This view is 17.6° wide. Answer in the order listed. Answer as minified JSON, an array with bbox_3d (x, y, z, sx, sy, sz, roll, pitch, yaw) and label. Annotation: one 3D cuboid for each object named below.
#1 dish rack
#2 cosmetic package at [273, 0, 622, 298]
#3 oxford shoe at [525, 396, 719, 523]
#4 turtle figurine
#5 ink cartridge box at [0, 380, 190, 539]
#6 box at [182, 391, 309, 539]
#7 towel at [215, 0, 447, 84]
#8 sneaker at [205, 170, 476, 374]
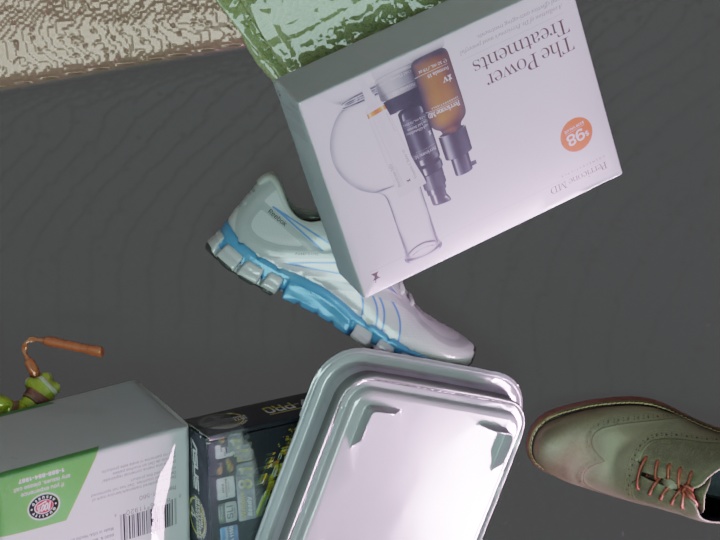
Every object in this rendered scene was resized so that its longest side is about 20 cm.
[{"bbox_3d":[0.023,0.158,1.579,0.171,0.044,0.200,11,108,-32],"label":"dish rack"},{"bbox_3d":[0.060,-0.093,1.525,0.200,0.052,0.151,-26,121,-12],"label":"cosmetic package"},{"bbox_3d":[0.216,0.135,1.622,0.199,0.075,0.071,7,107,-1],"label":"oxford shoe"},{"bbox_3d":[-0.271,0.118,1.597,0.199,0.064,0.162,-5,113,-9],"label":"turtle figurine"},{"bbox_3d":[-0.196,0.194,1.590,0.146,0.084,0.200,-13,118,-30],"label":"ink cartridge box"},{"bbox_3d":[-0.039,0.186,1.621,0.161,0.049,0.201,-9,108,-25],"label":"box"},{"bbox_3d":[0.006,-0.202,1.547,0.200,0.036,0.148,-34,103,10],"label":"towel"},{"bbox_3d":[0.000,0.000,1.590,0.200,0.075,0.087,30,95,-10],"label":"sneaker"}]
